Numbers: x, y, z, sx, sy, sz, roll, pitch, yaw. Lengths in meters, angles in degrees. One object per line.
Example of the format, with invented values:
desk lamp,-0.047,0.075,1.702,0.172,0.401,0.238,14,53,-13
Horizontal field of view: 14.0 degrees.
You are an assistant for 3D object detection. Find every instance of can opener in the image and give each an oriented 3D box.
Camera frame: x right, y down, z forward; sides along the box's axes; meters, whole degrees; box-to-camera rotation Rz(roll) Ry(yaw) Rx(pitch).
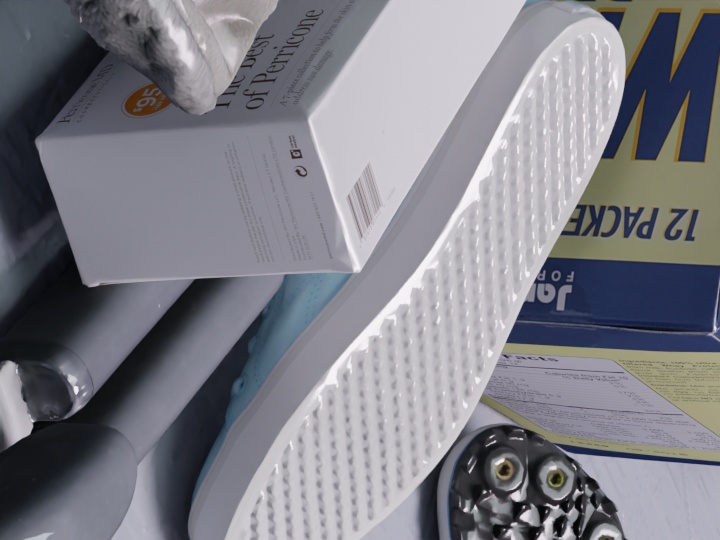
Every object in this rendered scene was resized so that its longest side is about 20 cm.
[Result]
can opener,-0.067,0.036,0.764,0.200,0.066,0.053,-56,138,-52

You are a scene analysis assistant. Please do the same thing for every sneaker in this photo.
sneaker,0.000,0.000,0.882,0.201,0.082,0.074,-56,139,-7
sneaker,0.074,0.134,1.048,0.072,0.072,0.201,-40,120,-17

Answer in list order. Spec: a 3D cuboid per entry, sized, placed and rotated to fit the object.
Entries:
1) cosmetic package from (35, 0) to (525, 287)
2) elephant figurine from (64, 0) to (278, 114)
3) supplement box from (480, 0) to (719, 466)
cosmetic package,-0.010,-0.070,0.817,0.200,0.082,0.051,-59,137,-51
elephant figurine,-0.070,-0.104,0.673,0.156,0.141,0.200,61,32,-22
supplement box,0.105,-0.050,0.999,0.200,0.133,0.201,31,65,-59
